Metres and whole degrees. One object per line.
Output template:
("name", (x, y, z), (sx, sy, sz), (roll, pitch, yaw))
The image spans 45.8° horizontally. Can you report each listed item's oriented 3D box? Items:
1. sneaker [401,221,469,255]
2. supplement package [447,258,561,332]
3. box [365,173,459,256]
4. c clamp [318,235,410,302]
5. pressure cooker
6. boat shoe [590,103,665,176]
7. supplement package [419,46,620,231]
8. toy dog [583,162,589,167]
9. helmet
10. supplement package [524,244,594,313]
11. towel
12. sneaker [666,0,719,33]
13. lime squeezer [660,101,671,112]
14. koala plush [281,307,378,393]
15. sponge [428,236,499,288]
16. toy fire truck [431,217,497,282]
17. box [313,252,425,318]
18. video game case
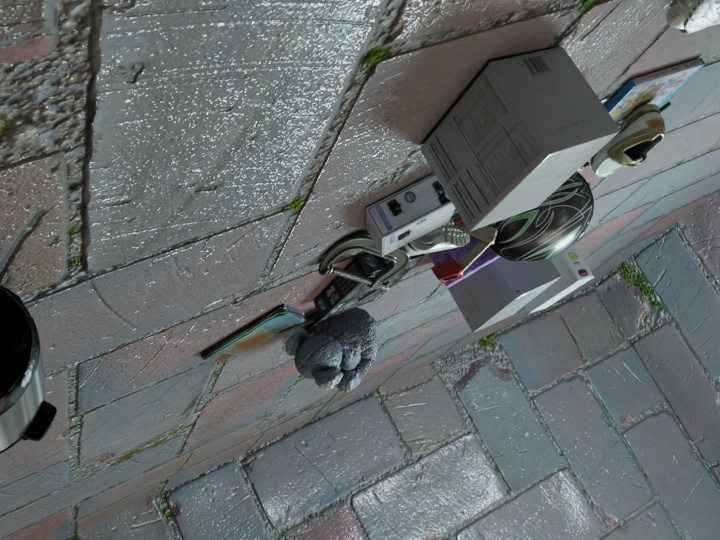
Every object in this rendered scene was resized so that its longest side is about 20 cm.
("sneaker", (0.132, -0.067, 1.636), (0.200, 0.077, 0.080), (-7, 166, -46))
("supplement package", (0.304, 0.000, 1.928), (0.147, 0.192, 0.200), (-21, 165, -30))
("box", (0.109, -0.107, 1.439), (0.200, 0.060, 0.117), (-28, 166, -7))
("c clamp", (0.000, 0.000, 1.563), (0.171, 0.027, 0.200), (-32, 145, 29))
("pressure cooker", (-0.435, 0.115, 0.923), (0.178, 0.176, 0.200), (-18, 159, -25))
("boat shoe", (0.516, -0.235, 1.658), (0.075, 0.069, 0.200), (-3, 153, -20))
("supplement package", (0.217, -0.182, 1.197), (0.152, 0.151, 0.200), (-20, 163, -34))
("toy dog", (0.352, -0.228, 1.416), (0.132, 0.096, 0.200), (-36, 164, 26))
("helmet", (0.331, -0.113, 1.603), (0.200, 0.200, 0.191), (-24, 169, -21))
("supplement package", (0.443, -0.024, 2.094), (0.156, 0.200, 0.111), (-38, 164, 31))
("towel", (-0.214, 0.134, 1.739), (0.200, 0.022, 0.147), (-30, 165, 7))
("sneaker", (0.479, -0.376, 1.191), (0.099, 0.078, 0.200), (-29, 166, 13))
("lime squeezer", (0.542, -0.293, 1.711), (0.200, 0.038, 0.071), (-19, 132, -31))
("koala plush", (-0.072, 0.173, 1.848), (0.200, 0.177, 0.184), (-20, 155, -53))
("sponge", (0.235, -0.062, 1.740), (0.200, 0.112, 0.030), (-30, 165, 8))
("toy fire truck", (0.197, -0.084, 1.526), (0.200, 0.141, 0.049), (-31, 166, 11))
("box", (0.016, 0.018, 1.733), (0.160, 0.044, 0.200), (-18, 162, -38))
("video game case", (0.527, -0.324, 1.579), (0.200, 0.018, 0.143), (-21, 163, -29))
